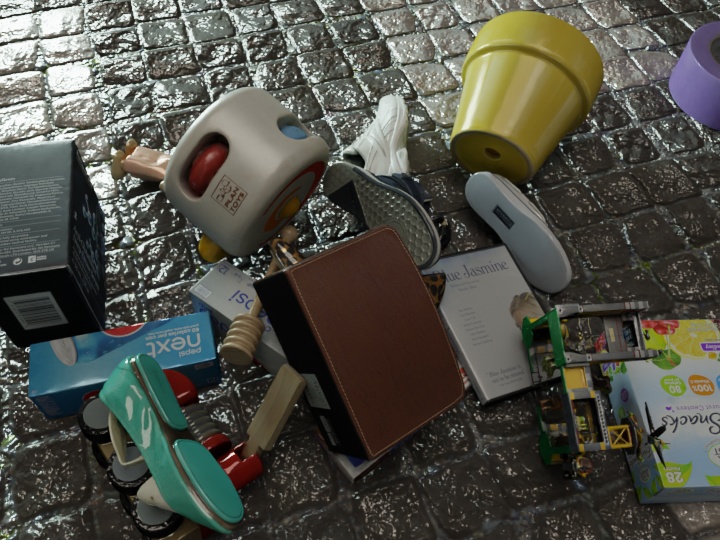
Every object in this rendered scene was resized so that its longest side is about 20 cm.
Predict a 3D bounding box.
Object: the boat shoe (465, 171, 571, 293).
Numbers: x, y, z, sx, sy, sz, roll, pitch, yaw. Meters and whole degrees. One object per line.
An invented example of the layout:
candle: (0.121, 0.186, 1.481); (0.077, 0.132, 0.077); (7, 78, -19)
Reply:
boat shoe: (0.227, -0.060, 0.885); (0.065, 0.074, 0.200); (-15, 66, -44)

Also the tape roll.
tape roll: (0.638, -0.327, 1.090); (0.200, 0.085, 0.200); (2, 54, -2)

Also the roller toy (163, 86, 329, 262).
roller toy: (-0.134, -0.113, 0.792); (0.140, 0.182, 0.200); (40, 66, 5)

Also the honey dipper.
honey dipper: (-0.111, 0.020, 0.750); (0.038, 0.038, 0.200); (12, 48, 5)

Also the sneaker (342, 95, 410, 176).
sneaker: (0.023, -0.190, 0.964); (0.099, 0.078, 0.200); (1, 54, 1)

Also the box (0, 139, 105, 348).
box: (-0.382, -0.033, 0.782); (0.107, 0.148, 0.200); (-9, 56, -10)

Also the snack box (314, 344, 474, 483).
snack box: (0.046, 0.155, 0.748); (0.200, 0.024, 0.072); (-33, 64, -24)

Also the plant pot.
plant pot: (0.227, -0.236, 0.946); (0.201, 0.201, 0.189); (24, 71, 13)

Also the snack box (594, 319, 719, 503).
snack box: (0.383, 0.156, 0.741); (0.168, 0.068, 0.200); (-1, 56, -5)

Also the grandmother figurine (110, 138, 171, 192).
grandmother figurine: (-0.242, -0.137, 0.922); (0.200, 0.061, 0.121); (16, 49, 5)

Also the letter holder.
letter holder: (0.003, 0.070, 0.676); (0.142, 0.101, 0.200); (-26, 94, -28)

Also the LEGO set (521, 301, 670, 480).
LEGO set: (0.258, 0.119, 0.694); (0.116, 0.154, 0.200); (-3, 65, -4)

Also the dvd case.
dvd case: (0.168, 0.059, 0.804); (0.143, 0.018, 0.200); (-12, 61, -23)

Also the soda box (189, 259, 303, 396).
soda box: (-0.108, 0.073, 0.771); (0.200, 0.068, 0.063); (32, 57, 17)

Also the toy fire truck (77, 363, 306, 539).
toy fire truck: (-0.166, 0.164, 0.674); (0.200, 0.129, 0.176); (-29, 60, -28)

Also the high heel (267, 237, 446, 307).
high heel: (0.000, 0.000, 0.758); (0.143, 0.071, 0.200); (-43, 105, 0)

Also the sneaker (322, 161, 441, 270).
sneaker: (0.062, -0.066, 0.821); (0.146, 0.077, 0.202); (11, 28, -48)

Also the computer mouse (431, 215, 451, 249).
computer mouse: (0.100, 0.001, 0.856); (0.059, 0.034, 0.200); (6, 54, 2)

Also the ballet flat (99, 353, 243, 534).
ballet flat: (-0.179, 0.167, 0.586); (0.070, 0.067, 0.200); (-43, 63, 4)

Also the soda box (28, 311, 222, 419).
soda box: (-0.266, 0.107, 0.741); (0.200, 0.064, 0.068); (-10, 56, -11)
